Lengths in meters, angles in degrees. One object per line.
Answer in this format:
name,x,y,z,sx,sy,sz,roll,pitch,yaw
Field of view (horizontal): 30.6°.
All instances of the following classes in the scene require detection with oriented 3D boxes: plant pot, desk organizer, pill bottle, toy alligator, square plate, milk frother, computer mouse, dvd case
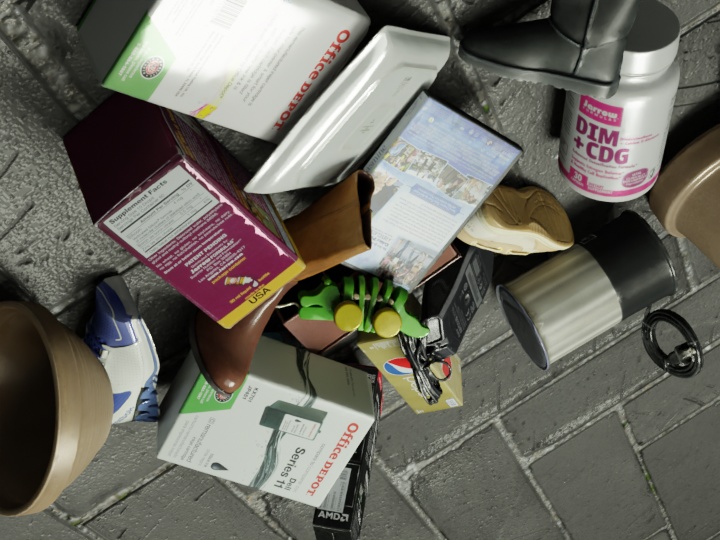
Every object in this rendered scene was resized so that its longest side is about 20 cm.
plant pot,0.470,-0.064,1.570,0.199,0.175,0.201,-20,152,-11
desk organizer,0.000,0.000,1.431,0.199,0.072,0.077,-35,140,4
pill bottle,0.272,-0.179,1.383,0.113,0.114,0.201,-19,140,-16
toy alligator,-0.020,0.028,1.357,0.198,0.059,0.055,10,101,-10
square plate,-0.002,-0.143,1.232,0.198,0.028,0.200,-47,170,19
milk frother,0.292,0.067,1.583,0.187,0.201,0.181,-29,159,-6
computer mouse,0.090,0.037,1.492,0.201,0.052,0.139,-58,146,-32
plant pot,-0.302,0.131,1.266,0.092,0.201,0.201,4,130,-43
dvd case,0.057,-0.074,1.335,0.142,0.018,0.200,24,113,-37

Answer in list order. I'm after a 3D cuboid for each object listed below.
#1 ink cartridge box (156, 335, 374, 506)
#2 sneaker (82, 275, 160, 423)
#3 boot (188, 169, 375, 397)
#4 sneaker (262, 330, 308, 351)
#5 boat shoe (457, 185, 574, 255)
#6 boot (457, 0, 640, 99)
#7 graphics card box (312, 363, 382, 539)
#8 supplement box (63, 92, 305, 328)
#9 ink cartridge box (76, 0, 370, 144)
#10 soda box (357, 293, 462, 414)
ink cartridge box,-0.102,0.156,1.420,0.199,0.083,0.147,20,120,-19
sneaker,-0.271,0.107,1.355,0.114,0.081,0.200,-19,142,-19
boot,-0.065,0.014,1.265,0.199,0.189,0.069,-24,127,29
sneaker,-0.089,0.150,1.529,0.095,0.080,0.201,-13,139,-25
boat shoe,0.172,-0.053,1.498,0.069,0.074,0.199,-27,157,33
boot,0.189,-0.279,1.242,0.163,0.066,0.201,13,121,5
graphics card box,-0.013,0.225,1.558,0.050,0.202,0.126,7,156,5
supplement box,-0.158,-0.059,1.197,0.103,0.131,0.200,-37,136,9
ink cartridge box,-0.113,-0.207,1.114,0.199,0.084,0.145,14,124,-43
soda box,0.061,0.097,1.566,0.064,0.068,0.200,-12,147,18
